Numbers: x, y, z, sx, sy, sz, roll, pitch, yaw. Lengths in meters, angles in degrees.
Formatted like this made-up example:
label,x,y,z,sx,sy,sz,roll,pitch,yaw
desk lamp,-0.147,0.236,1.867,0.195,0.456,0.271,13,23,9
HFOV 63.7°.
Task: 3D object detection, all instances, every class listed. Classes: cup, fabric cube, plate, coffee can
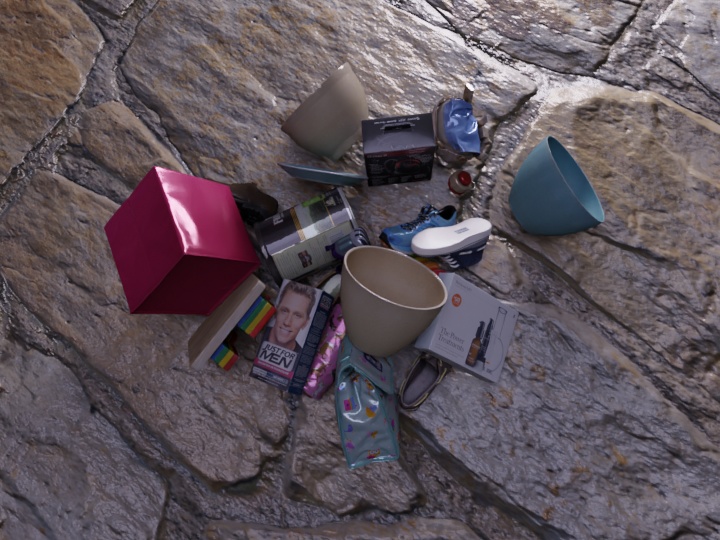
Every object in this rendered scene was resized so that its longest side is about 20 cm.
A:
label,x,y,z,sx,sy,sz,roll,pitch,yaw
cup,0.042,0.068,1.058,0.197,0.200,0.146,26,117,9
fabric cube,-0.354,-0.048,1.151,0.199,0.195,0.202,-39,66,26
plate,-0.080,-0.200,1.218,0.195,0.200,0.026,10,101,6
coffee can,-0.104,-0.069,1.206,0.196,0.147,0.149,-24,76,-2

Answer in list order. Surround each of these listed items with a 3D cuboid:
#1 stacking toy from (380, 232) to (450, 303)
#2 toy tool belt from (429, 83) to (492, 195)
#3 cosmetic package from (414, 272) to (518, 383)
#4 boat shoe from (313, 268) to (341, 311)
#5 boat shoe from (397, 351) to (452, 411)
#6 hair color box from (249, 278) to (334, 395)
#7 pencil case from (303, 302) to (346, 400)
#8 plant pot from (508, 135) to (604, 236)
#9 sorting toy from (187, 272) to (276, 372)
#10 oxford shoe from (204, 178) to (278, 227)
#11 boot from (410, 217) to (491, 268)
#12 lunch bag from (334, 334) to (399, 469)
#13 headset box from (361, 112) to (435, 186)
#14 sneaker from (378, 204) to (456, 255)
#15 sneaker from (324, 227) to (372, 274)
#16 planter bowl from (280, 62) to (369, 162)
label,x,y,z,sx,sy,sz,roll,pitch,yaw
stacking toy,0.101,-0.009,1.213,0.108,0.117,0.201,-31,63,-9
toy tool belt,0.218,-0.278,1.227,0.122,0.122,0.205,-2,73,-31
cosmetic package,0.212,0.114,1.134,0.198,0.051,0.154,27,75,-30
boat shoe,-0.092,0.070,1.209,0.075,0.074,0.201,36,82,11
boat shoe,0.142,0.195,1.171,0.071,0.060,0.201,36,82,11
hair color box,-0.134,0.129,1.135,0.098,0.060,0.204,14,79,27
pencil case,-0.063,0.162,1.184,0.082,0.087,0.202,28,78,42
plant pot,0.384,-0.150,1.185,0.134,0.198,0.203,-35,74,32
sorting toy,-0.254,0.106,1.163,0.069,0.198,0.201,40,84,-18
oxford shoe,-0.270,-0.162,1.289,0.197,0.073,0.085,25,55,12
boot,0.182,-0.038,1.169,0.196,0.092,0.073,-15,39,-28
lunch bag,0.007,0.228,1.080,0.119,0.171,0.205,-12,105,7
headset box,0.079,-0.252,1.208,0.145,0.200,0.077,-6,77,3
sneaker,0.120,-0.095,1.185,0.197,0.092,0.078,-16,40,-35
sneaker,0.000,0.000,1.177,0.086,0.202,0.075,-20,40,10
planter bowl,-0.057,-0.325,1.253,0.200,0.200,0.135,-45,102,-7
